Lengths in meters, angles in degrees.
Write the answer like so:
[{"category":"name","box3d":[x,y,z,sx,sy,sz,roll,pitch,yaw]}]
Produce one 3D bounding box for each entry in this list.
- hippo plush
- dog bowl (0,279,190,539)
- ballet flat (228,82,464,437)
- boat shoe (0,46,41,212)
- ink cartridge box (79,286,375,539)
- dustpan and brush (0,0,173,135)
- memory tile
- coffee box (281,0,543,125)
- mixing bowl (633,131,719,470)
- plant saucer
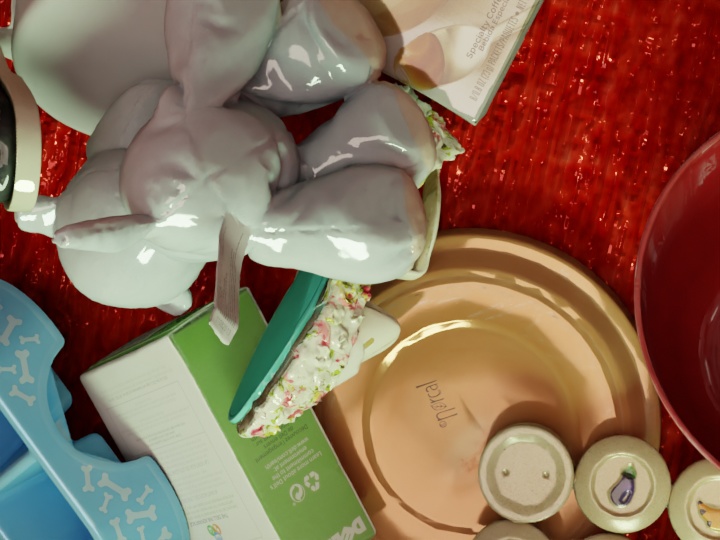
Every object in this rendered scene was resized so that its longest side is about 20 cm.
[{"category":"hippo plush","box3d":[-0.066,-0.029,0.850,0.158,0.202,0.161,30,147,-17]},{"category":"dog bowl","box3d":[-0.175,0.099,0.965,0.201,0.049,0.111,54,140,0]},{"category":"ballet flat","box3d":[0.000,0.000,0.901,0.063,0.076,0.202,27,74,-14]},{"category":"boat shoe","box3d":[-0.203,-0.074,0.856,0.065,0.199,0.075,-1,113,-23]},{"category":"ink cartridge box","box3d":[-0.059,0.119,0.951,0.103,0.059,0.201,-23,97,52]},{"category":"dustpan and brush","box3d":[-0.157,-0.117,0.940,0.198,0.058,0.140,-8,135,17]},{"category":"memory tile","box3d":[0.149,0.164,0.913,0.198,0.017,0.155,10,93,8]},{"category":"coffee box","box3d":[-0.001,-0.171,0.901,0.199,0.080,0.115,28,102,3]},{"category":"mixing bowl","box3d":[0.224,0.029,0.872,0.197,0.109,0.203,0,74,1]},{"category":"plant saucer","box3d":[0.059,0.080,0.956,0.198,0.032,0.203,2,100,9]}]
